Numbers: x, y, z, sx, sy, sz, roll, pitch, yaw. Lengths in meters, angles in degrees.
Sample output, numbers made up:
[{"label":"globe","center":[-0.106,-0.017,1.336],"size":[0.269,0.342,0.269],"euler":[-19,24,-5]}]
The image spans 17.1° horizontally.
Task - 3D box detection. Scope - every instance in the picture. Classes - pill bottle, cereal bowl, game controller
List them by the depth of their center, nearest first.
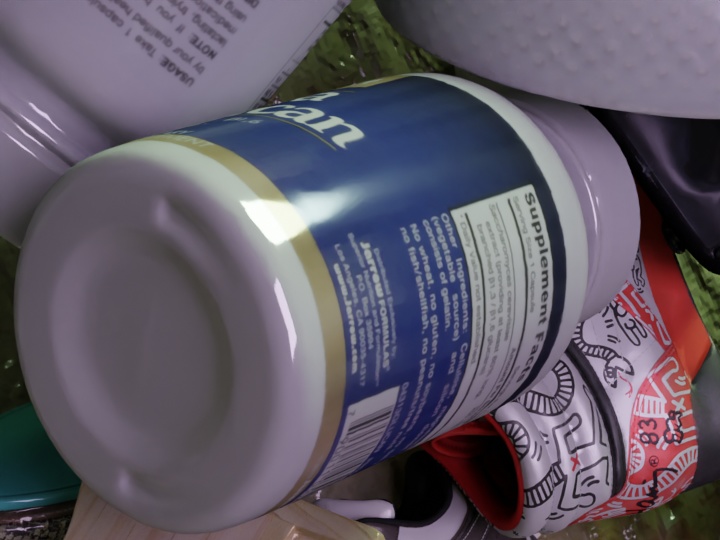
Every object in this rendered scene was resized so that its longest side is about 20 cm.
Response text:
[{"label":"pill bottle","center":[0.000,0.000,0.730],"size":[0.199,0.111,0.112],"euler":[-19,100,-50]},{"label":"pill bottle","center":[-0.060,-0.104,0.743],"size":[0.113,0.113,0.200],"euler":[38,94,-28]},{"label":"cereal bowl","center":[0.105,-0.126,0.808],"size":[0.199,0.200,0.084],"euler":[-15,121,-35]},{"label":"game controller","center":[0.122,-0.075,0.899],"size":[0.104,0.042,0.200],"euler":[45,26,-9]}]

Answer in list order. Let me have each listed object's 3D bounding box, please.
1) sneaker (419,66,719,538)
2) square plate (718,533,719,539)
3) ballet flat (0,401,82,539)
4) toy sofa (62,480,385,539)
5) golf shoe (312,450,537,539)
[{"label":"sneaker","center":[0.053,-0.003,0.863],"size":[0.107,0.067,0.203],"euler":[-17,76,-27]},{"label":"square plate","center":[0.198,0.034,0.959],"size":[0.200,0.028,0.200],"euler":[29,70,-61]},{"label":"ballet flat","center":[-0.058,0.057,0.813],"size":[0.200,0.068,0.076],"euler":[-34,133,-33]},{"label":"toy sofa","center":[-0.072,0.156,0.712],"size":[0.201,0.097,0.083],"euler":[-59,154,-28]},{"label":"golf shoe","center":[-0.013,0.134,0.837],"size":[0.200,0.078,0.095],"euler":[-33,97,-42]}]
